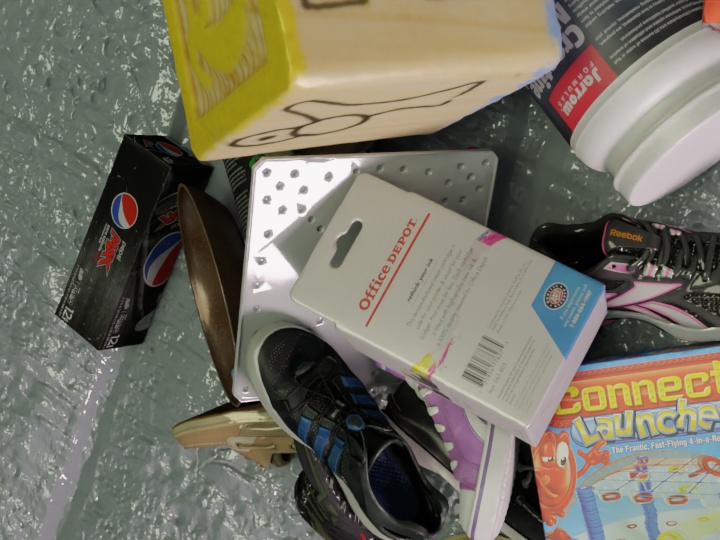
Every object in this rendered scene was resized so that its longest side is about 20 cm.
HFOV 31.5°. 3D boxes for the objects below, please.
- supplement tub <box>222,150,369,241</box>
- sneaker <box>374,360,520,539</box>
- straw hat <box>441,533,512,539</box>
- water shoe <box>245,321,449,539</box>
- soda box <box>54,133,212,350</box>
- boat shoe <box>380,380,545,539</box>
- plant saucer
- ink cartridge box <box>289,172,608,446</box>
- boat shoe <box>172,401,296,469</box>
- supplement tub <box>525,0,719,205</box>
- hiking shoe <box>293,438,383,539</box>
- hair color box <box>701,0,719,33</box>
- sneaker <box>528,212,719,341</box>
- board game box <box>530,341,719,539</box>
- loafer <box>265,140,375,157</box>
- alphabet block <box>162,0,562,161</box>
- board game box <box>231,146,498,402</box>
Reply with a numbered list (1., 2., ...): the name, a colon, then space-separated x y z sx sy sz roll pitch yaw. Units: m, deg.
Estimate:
1. supplement tub: -0.047 -0.073 1.071 0.122 0.122 0.201 -21 82 32
2. sneaker: 0.065 0.102 0.967 0.113 0.073 0.202 2 71 11
3. straw hat: 0.096 0.315 1.025 0.200 0.085 0.203 2 94 33
4. water shoe: -0.003 0.116 0.950 0.200 0.071 0.079 52 153 -12
5. soda box: -0.217 -0.026 1.218 0.071 0.063 0.201 34 111 26
6. boat shoe: 0.103 0.158 1.015 0.200 0.074 0.060 38 92 13
7. plant saucer: -0.119 0.018 1.120 0.200 0.036 0.202 165 90 -77
8. ink cartridge box: 0.063 0.025 0.918 0.199 0.068 0.116 27 80 20
9. boat shoe: -0.085 0.147 1.139 0.199 0.071 0.065 -12 94 33
10. supplement tub: 0.182 -0.162 0.906 0.140 0.140 0.201 -44 70 27
11. hiking shoe: -0.026 0.181 1.056 0.100 0.076 0.201 4 132 36
12. hair color box: 0.296 -0.167 0.795 0.110 0.200 0.064 7 96 32
13. sneaker: 0.208 -0.002 0.914 0.199 0.086 0.081 -6 55 32
14. board game box: 0.229 0.156 0.921 0.199 0.056 0.197 -10 88 20
15. loafer: -0.007 -0.137 1.000 0.076 0.200 0.068 45 144 -15
16. alphabet block: -0.011 -0.196 0.860 0.195 0.199 0.198 -23 79 62
17. board game box: 0.000 0.000 0.988 0.026 0.199 0.201 -131 43 -54
